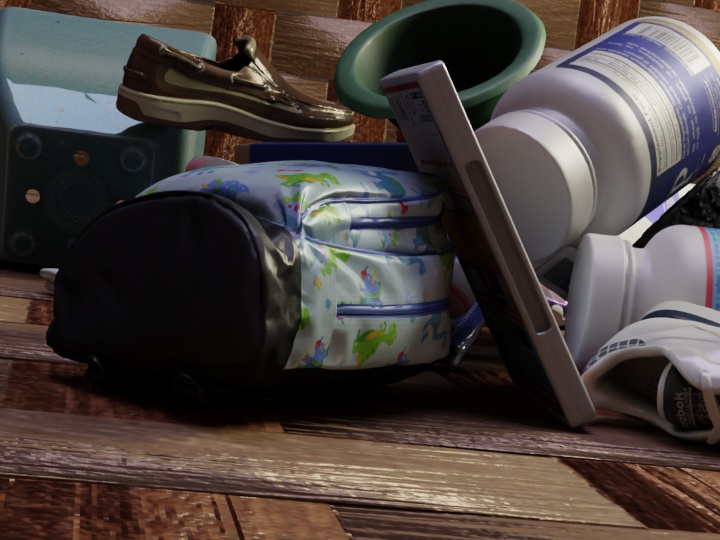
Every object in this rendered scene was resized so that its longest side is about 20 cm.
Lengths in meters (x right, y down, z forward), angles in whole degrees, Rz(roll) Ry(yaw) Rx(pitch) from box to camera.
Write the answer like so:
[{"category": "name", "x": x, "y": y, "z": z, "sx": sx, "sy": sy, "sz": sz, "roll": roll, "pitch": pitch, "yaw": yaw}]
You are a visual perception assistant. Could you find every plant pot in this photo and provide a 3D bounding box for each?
[{"category": "plant pot", "x": -0.230, "y": -0.091, "z": 1.281, "sx": 0.194, "sy": 0.198, "sz": 0.200, "roll": 7, "pitch": 23, "yaw": -7}]

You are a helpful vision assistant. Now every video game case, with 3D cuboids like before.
[{"category": "video game case", "x": 0.067, "y": -0.018, "z": 0.840, "sx": 0.017, "sy": 0.202, "sz": 0.143, "roll": -25, "pitch": 8, "yaw": -4}]

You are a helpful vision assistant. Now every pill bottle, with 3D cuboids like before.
[{"category": "pill bottle", "x": 0.228, "y": 0.031, "z": 0.916, "sx": 0.198, "sy": 0.110, "sz": 0.109, "roll": 8, "pitch": 5, "yaw": -1}, {"category": "pill bottle", "x": 0.153, "y": -0.084, "z": 0.998, "sx": 0.119, "sy": 0.121, "sz": 0.199, "roll": 11, "pitch": 29, "yaw": 39}]

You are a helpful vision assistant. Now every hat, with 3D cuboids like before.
[{"category": "hat", "x": 0.077, "y": -0.103, "z": 1.197, "sx": 0.164, "sy": 0.177, "sz": 0.201, "roll": -9, "pitch": 35, "yaw": 9}]

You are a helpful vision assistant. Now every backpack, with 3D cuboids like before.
[{"category": "backpack", "x": -0.033, "y": 0.004, "z": 0.783, "sx": 0.162, "sy": 0.156, "sz": 0.199, "roll": 0, "pitch": -14, "yaw": 43}]

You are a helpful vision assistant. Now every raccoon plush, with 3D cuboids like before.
[{"category": "raccoon plush", "x": 0.254, "y": 0.007, "z": 1.005, "sx": 0.134, "sy": 0.097, "sz": 0.200, "roll": 48, "pitch": 1, "yaw": 4}]

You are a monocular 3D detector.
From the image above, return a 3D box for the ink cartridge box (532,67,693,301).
[{"category": "ink cartridge box", "x": 0.199, "y": -0.029, "z": 1.136, "sx": 0.199, "sy": 0.043, "sz": 0.199, "roll": 32, "pitch": 37, "yaw": -27}]

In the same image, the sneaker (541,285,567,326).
[{"category": "sneaker", "x": 0.152, "y": 0.001, "z": 1.301, "sx": 0.199, "sy": 0.090, "sz": 0.080, "roll": 5, "pitch": 4, "yaw": -39}]

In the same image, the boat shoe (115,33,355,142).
[{"category": "boat shoe", "x": -0.088, "y": -0.144, "z": 1.190, "sx": 0.201, "sy": 0.076, "sz": 0.075, "roll": 5, "pitch": 14, "yaw": -32}]

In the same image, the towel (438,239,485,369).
[{"category": "towel", "x": 0.000, "y": 0.000, "z": 1.031, "sx": 0.198, "sy": 0.024, "sz": 0.145, "roll": 17, "pitch": 33, "yaw": 18}]

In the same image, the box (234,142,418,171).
[{"category": "box", "x": 0.020, "y": -0.077, "z": 1.131, "sx": 0.198, "sy": 0.033, "sz": 0.121, "roll": 3, "pitch": 3, "yaw": 18}]

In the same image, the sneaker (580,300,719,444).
[{"category": "sneaker", "x": 0.211, "y": 0.067, "z": 0.783, "sx": 0.199, "sy": 0.077, "sz": 0.080, "roll": 5, "pitch": 14, "yaw": 39}]

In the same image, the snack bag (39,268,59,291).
[{"category": "snack bag", "x": -0.104, "y": 0.022, "z": 1.062, "sx": 0.187, "sy": 0.022, "sz": 0.199, "roll": 5, "pitch": 5, "yaw": -33}]

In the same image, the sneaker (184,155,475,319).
[{"category": "sneaker", "x": -0.029, "y": 0.015, "z": 0.924, "sx": 0.199, "sy": 0.106, "sz": 0.075, "roll": 23, "pitch": -15, "yaw": -17}]

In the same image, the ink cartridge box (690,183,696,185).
[{"category": "ink cartridge box", "x": 0.219, "y": -0.024, "z": 1.412, "sx": 0.198, "sy": 0.085, "sz": 0.145, "roll": 8, "pitch": -23, "yaw": 5}]
